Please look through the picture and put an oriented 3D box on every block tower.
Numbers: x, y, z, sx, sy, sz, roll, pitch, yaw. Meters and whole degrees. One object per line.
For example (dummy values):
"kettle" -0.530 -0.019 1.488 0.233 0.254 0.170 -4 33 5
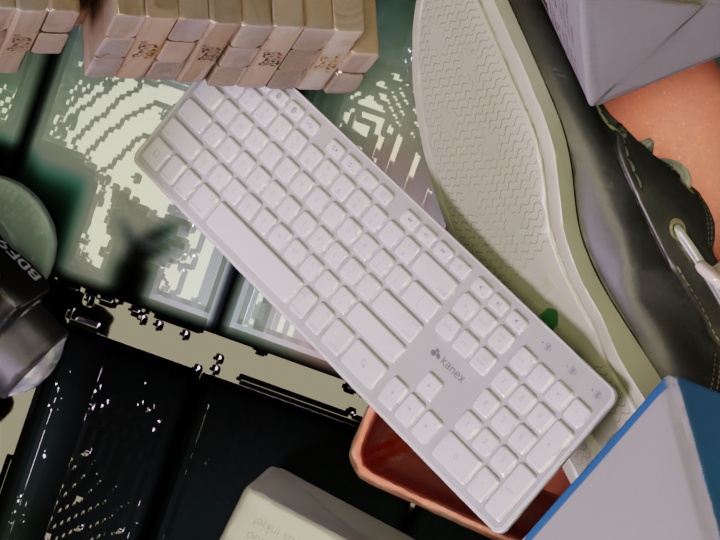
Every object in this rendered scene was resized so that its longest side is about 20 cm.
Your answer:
"block tower" -0.093 -0.095 0.834 0.199 0.054 0.058 1 72 -17

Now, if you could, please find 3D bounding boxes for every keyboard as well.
"keyboard" 0.000 0.000 0.844 0.056 0.011 0.200 -47 57 2

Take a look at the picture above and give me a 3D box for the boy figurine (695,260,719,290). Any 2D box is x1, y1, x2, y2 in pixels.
"boy figurine" 0.160 -0.008 0.775 0.124 0.064 0.200 -20 123 -3

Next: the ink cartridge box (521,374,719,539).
"ink cartridge box" 0.137 0.135 0.788 0.200 0.084 0.145 22 124 -24

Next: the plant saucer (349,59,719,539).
"plant saucer" 0.125 0.014 0.870 0.200 0.037 0.200 24 94 4

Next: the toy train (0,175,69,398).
"toy train" -0.190 -0.018 0.877 0.200 0.085 0.114 45 107 0

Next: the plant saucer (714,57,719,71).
"plant saucer" 0.206 -0.103 0.832 0.200 0.039 0.202 0 79 -1

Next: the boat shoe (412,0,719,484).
"boat shoe" 0.074 -0.012 0.833 0.067 0.072 0.200 -20 82 -31

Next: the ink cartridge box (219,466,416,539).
"ink cartridge box" -0.028 0.181 0.874 0.116 0.067 0.200 27 94 3

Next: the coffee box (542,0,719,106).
"coffee box" 0.082 -0.167 0.803 0.114 0.080 0.200 -22 66 -2
